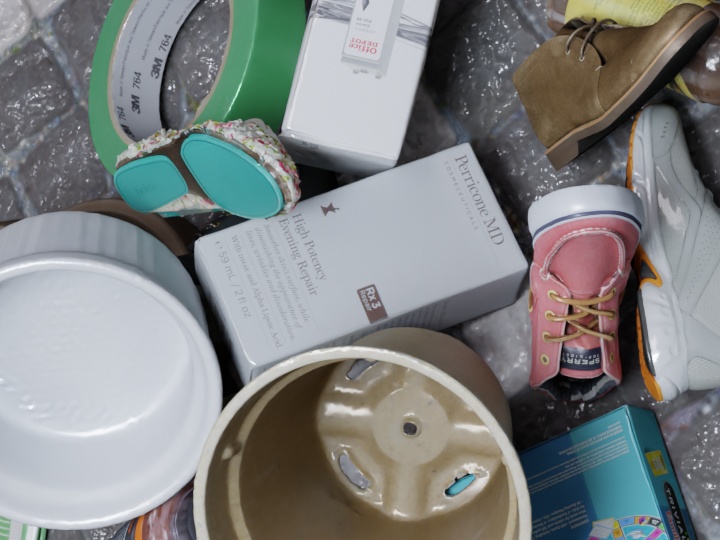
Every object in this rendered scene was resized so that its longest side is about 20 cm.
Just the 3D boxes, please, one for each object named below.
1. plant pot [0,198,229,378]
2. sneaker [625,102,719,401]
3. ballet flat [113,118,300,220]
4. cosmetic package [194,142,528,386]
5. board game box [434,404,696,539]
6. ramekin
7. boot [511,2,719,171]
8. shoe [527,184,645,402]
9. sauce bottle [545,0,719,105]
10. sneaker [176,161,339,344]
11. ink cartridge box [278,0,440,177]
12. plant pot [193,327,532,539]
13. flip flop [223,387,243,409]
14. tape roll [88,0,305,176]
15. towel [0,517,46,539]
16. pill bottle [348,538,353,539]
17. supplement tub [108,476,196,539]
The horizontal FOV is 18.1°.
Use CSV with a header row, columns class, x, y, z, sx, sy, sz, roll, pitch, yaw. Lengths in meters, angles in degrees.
class,x,y,z,sx,sy,sz,roll,pitch,yaw
plant pot,-0.218,0.034,1.622,0.199,0.174,0.202,-7,77,30
sneaker,0.217,-0.014,1.438,0.091,0.076,0.201,-4,68,3
ballet flat,-0.092,-0.074,1.483,0.199,0.064,0.076,4,127,52
cosmetic package,0.000,0.000,1.494,0.199,0.074,0.102,-22,72,-11
board game box,0.146,0.208,1.443,0.150,0.047,0.201,-26,69,26
ramekin,-0.189,0.060,1.472,0.200,0.200,0.098,-43,22,18
boot,0.153,-0.130,1.425,0.076,0.073,0.200,56,152,2
shoe,0.139,0.018,1.400,0.071,0.200,0.092,-3,72,-1
sauce bottle,0.212,-0.146,1.456,0.199,0.065,0.065,30,97,33
sneaker,-0.098,-0.013,1.578,0.075,0.199,0.107,109,147,-57
ink cartridge box,0.008,-0.169,1.525,0.082,0.147,0.201,14,86,-1
plant pot,0.018,0.121,1.381,0.199,0.184,0.202,3,103,11
flip flop,-0.114,0.128,1.567,0.198,0.058,0.082,-4,109,0
tape roll,-0.121,-0.152,1.635,0.200,0.048,0.202,-23,59,43
towel,-0.324,0.206,1.744,0.199,0.023,0.154,2,83,31
pill bottle,-0.027,0.271,1.499,0.113,0.113,0.201,41,104,30
supplement tub,-0.120,0.206,1.530,0.200,0.106,0.108,-45,58,47
